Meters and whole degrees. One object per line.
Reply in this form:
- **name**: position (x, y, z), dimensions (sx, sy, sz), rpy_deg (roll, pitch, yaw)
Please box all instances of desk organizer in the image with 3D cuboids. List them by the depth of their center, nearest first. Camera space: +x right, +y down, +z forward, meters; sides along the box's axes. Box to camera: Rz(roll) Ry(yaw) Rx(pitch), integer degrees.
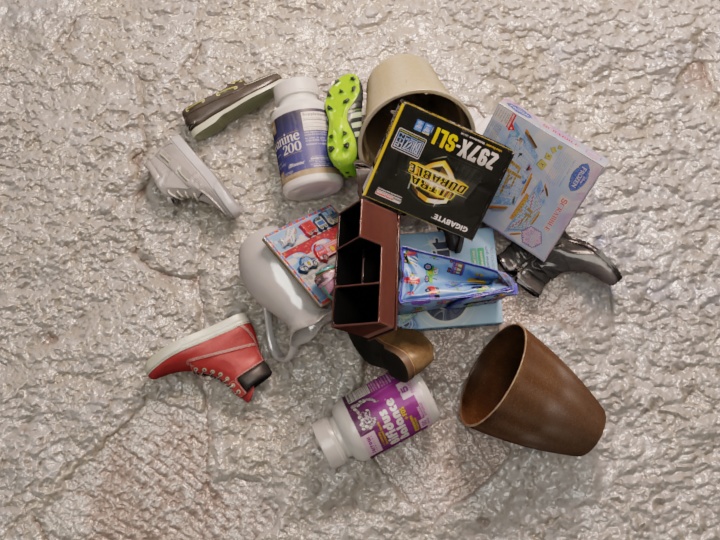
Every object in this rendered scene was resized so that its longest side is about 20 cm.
- **desk organizer**: position (0.009, -0.002, 1.174), dimensions (0.076, 0.071, 0.202), rpy_deg (19, 61, -32)

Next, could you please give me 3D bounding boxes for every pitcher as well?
- **pitcher**: position (-0.140, 0.042, 1.302), dimensions (0.172, 0.121, 0.201), rpy_deg (-46, 68, 31)

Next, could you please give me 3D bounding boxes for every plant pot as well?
- **plant pot**: position (0.297, 0.218, 1.246), dimensions (0.199, 0.187, 0.188), rpy_deg (30, 80, -9)
- **plant pot**: position (0.085, -0.273, 1.309), dimensions (0.198, 0.202, 0.185), rpy_deg (-7, 45, -1)

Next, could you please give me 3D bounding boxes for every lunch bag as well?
- **lunch bag**: position (0.158, 0.023, 1.236), dimensions (0.197, 0.151, 0.095), rpy_deg (2, 80, 1)

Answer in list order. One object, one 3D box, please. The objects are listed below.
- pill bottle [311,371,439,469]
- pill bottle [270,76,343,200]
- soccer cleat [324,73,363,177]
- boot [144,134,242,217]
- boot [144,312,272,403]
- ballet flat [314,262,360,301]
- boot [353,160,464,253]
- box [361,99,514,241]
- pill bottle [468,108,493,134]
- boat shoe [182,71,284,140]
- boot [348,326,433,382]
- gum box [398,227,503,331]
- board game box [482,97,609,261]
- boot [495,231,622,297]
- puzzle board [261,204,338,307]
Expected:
- **pill bottle**: position (0.023, 0.247, 1.259), dimensions (0.198, 0.112, 0.113), rpy_deg (-28, 80, -5)
- **pill bottle**: position (-0.100, -0.236, 1.352), dimensions (0.110, 0.111, 0.203), rpy_deg (-11, 79, -2)
- **soccer cleat**: position (-0.025, -0.256, 1.326), dimensions (0.067, 0.081, 0.202), rpy_deg (-5, 60, 16)
- **boot**: position (-0.304, -0.147, 1.363), dimensions (0.095, 0.074, 0.200), rpy_deg (-42, 73, -1)
- **boot**: position (-0.259, 0.178, 1.296), dimensions (0.198, 0.072, 0.146), rpy_deg (-23, 82, -8)
- **ballet flat**: position (0.000, 0.000, 1.258), dimensions (0.199, 0.069, 0.072), rpy_deg (-33, 97, -48)
- **boot**: position (0.081, -0.108, 1.283), dimensions (0.172, 0.069, 0.202), rpy_deg (-13, 112, 5)
- **box**: position (0.122, -0.158, 1.202), dimensions (0.198, 0.049, 0.161), rpy_deg (22, 105, -11)
- **pill bottle**: position (0.254, -0.201, 1.345), dimensions (0.199, 0.111, 0.111), rpy_deg (40, 82, 8)
- **boat shoe**: position (-0.233, -0.316, 1.387), dimensions (0.200, 0.072, 0.061), rpy_deg (-31, 85, -3)
- **boot**: position (0.046, 0.120, 1.276), dimensions (0.075, 0.074, 0.199), rpy_deg (-26, 35, -27)
- **gum box**: position (0.144, 0.018, 1.337), dimensions (0.197, 0.045, 0.172), rpy_deg (-5, 79, -1)
- **board game box**: position (0.276, -0.149, 1.261), dimensions (0.199, 0.201, 0.041), rpy_deg (35, 38, 12)
- **boot**: position (0.348, -0.001, 1.337), dimensions (0.199, 0.070, 0.132), rpy_deg (37, 85, 17)
- **puzzle board**: position (-0.058, -0.033, 1.293), dimensions (0.151, 0.017, 0.200), rpy_deg (48, 38, 8)
